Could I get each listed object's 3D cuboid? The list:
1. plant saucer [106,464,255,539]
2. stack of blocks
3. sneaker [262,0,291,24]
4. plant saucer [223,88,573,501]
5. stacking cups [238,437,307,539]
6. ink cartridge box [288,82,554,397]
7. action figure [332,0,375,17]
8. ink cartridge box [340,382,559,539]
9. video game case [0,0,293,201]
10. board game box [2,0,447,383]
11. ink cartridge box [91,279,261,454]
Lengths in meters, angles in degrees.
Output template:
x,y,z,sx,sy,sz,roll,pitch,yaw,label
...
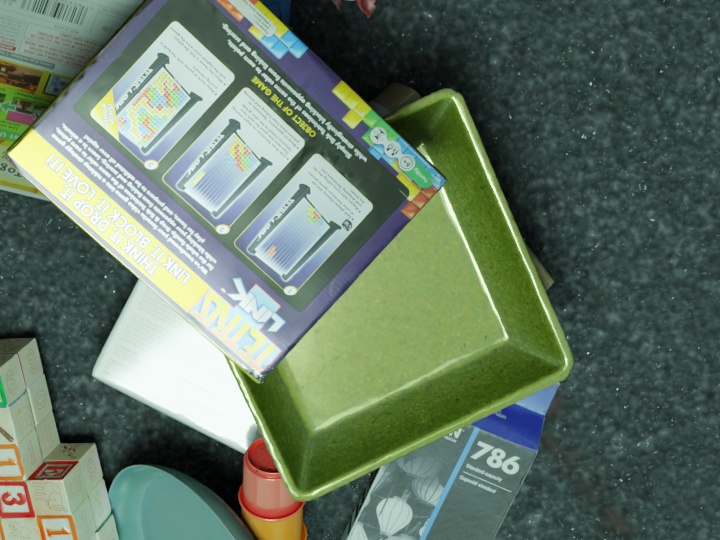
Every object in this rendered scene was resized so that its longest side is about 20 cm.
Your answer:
x,y,z,sx,sy,sz,roll,pitch,yaw,label
-0.112,0.225,1.149,0.200,0.027,0.201,29,132,39,plant saucer
-0.251,0.152,1.163,0.115,0.059,0.201,-4,108,18,stack of blocks
-0.073,-0.195,1.036,0.066,0.078,0.201,8,108,3,sneaker
0.006,0.014,1.013,0.200,0.048,0.200,-25,101,-4,plant saucer
-0.067,0.199,1.146,0.060,0.061,0.200,4,126,3,stacking cups
0.000,0.000,1.072,0.200,0.075,0.165,-38,103,-1,ink cartridge box
-0.002,-0.255,1.008,0.134,0.149,0.200,9,130,0,action figure
0.060,0.152,1.163,0.099,0.039,0.200,22,108,-3,ink cartridge box
-0.166,-0.108,1.002,0.199,0.023,0.182,13,135,-20,video game case
-0.077,-0.062,0.936,0.200,0.057,0.165,43,92,-13,board game box
-0.074,0.021,1.135,0.160,0.047,0.200,28,92,-5,ink cartridge box
